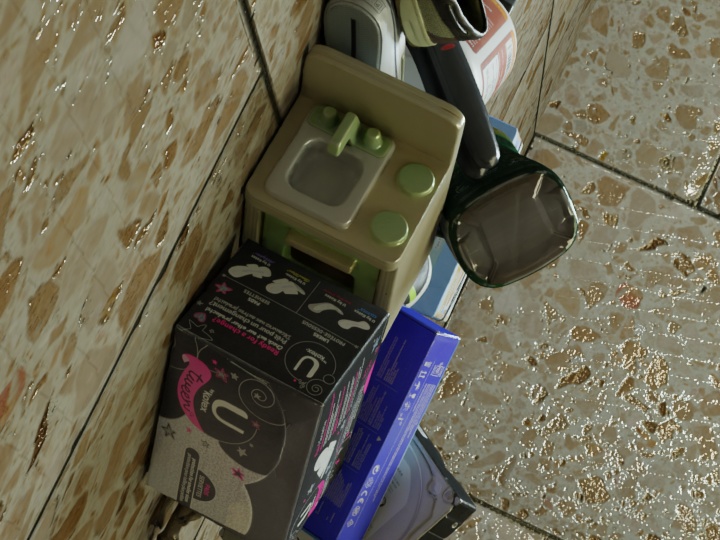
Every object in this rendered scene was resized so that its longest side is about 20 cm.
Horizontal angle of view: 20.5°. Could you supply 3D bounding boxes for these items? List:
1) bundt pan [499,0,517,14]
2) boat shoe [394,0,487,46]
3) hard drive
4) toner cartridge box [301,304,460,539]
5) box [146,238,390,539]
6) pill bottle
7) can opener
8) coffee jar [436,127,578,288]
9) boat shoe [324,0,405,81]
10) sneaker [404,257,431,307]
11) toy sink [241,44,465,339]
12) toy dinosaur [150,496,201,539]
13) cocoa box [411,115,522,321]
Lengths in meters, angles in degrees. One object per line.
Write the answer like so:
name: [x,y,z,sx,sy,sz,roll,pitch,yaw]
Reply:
bundt pan: [0.125,-0.317,1.813,0.202,0.075,0.203,25,90,-83]
boat shoe: [0.051,-0.236,1.411,0.201,0.066,0.072,72,24,-52]
hard drive: [-0.015,0.212,1.687,0.200,0.140,0.038,-42,146,12]
toner cartridge box: [-0.004,0.121,1.644,0.043,0.095,0.201,15,103,-56]
box: [-0.076,0.101,1.523,0.115,0.132,0.201,-53,166,-43]
pill bottle: [0.057,-0.169,1.678,0.113,0.112,0.200,-69,171,27]
can opener: [0.063,-0.167,1.540,0.063,0.078,0.201,101,-29,-72]
coffee jar: [0.102,-0.058,1.642,0.104,0.086,0.200,-28,-160,-2]
boat shoe: [0.009,-0.155,1.517,0.067,0.073,0.200,-57,169,-32]
sneaker: [0.000,0.000,1.679,0.199,0.072,0.083,-16,157,-44]
toy sink: [-0.011,-0.051,1.503,0.112,0.130,0.200,-61,172,-29]
toy dinosaur: [-0.118,0.174,1.700,0.200,0.058,0.101,-41,168,0]
cocoa box: [0.059,-0.067,1.926,0.131,0.133,0.201,26,89,-83]
